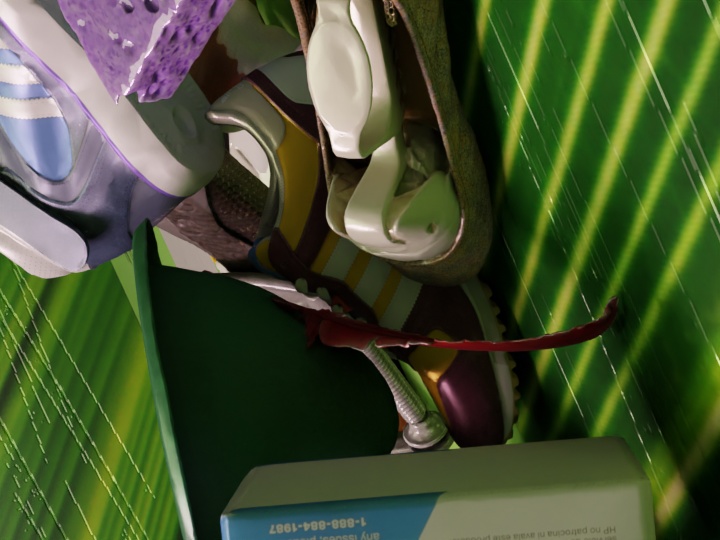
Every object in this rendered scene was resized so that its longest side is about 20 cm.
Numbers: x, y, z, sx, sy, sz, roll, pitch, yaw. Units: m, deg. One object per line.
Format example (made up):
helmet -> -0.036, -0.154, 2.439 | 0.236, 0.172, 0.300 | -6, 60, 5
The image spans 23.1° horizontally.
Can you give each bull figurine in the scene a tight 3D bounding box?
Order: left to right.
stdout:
bull figurine -> -0.086, -0.121, 0.908 | 0.200, 0.065, 0.122 | -6, 87, 54

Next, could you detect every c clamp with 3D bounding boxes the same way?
c clamp -> -0.012, 0.051, 0.931 | 0.200, 0.170, 0.027 | 60, -141, -46

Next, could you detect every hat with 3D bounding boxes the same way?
hat -> 0.005, 0.048, 0.746 | 0.200, 0.175, 0.166 | -107, 4, -58

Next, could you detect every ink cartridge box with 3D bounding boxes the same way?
ink cartridge box -> 0.035, 0.169, 0.623 | 0.084, 0.144, 0.201 | -60, -35, -84

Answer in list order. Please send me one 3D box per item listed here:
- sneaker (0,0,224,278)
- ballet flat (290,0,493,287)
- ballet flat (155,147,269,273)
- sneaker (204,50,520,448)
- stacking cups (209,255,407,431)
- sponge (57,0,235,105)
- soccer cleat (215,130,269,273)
sneaker -> -0.168, -0.087, 0.794 | 0.200, 0.146, 0.081 | 53, -148, -12
ballet flat -> 0.006, -0.053, 0.671 | 0.067, 0.068, 0.201 | -67, -29, -43
ballet flat -> -0.073, -0.039, 0.894 | 0.067, 0.047, 0.200 | -15, 136, 41
sneaker -> 0.000, 0.000, 0.786 | 0.075, 0.090, 0.201 | 165, 81, -80
stacking cups -> -0.028, 0.040, 1.077 | 0.200, 0.060, 0.061 | 56, 166, 37
sponge -> -0.057, -0.162, 0.600 | 0.200, 0.030, 0.112 | -49, 64, 42
soccer cleat -> -0.049, -0.020, 0.978 | 0.070, 0.086, 0.201 | 44, 156, 60
